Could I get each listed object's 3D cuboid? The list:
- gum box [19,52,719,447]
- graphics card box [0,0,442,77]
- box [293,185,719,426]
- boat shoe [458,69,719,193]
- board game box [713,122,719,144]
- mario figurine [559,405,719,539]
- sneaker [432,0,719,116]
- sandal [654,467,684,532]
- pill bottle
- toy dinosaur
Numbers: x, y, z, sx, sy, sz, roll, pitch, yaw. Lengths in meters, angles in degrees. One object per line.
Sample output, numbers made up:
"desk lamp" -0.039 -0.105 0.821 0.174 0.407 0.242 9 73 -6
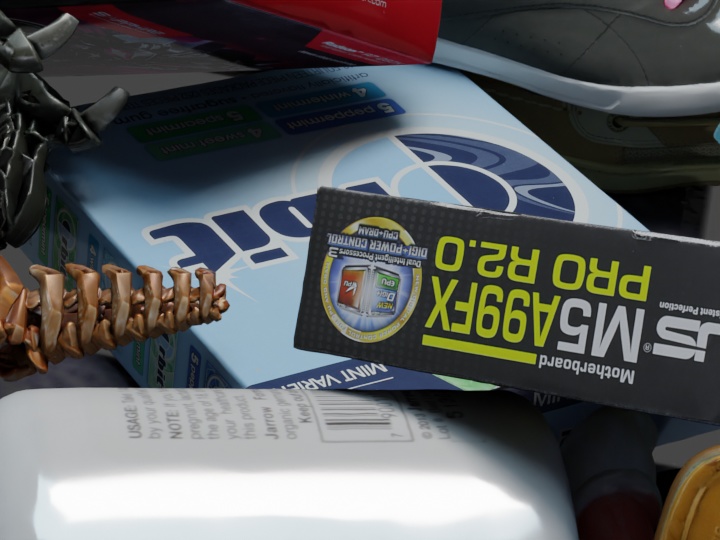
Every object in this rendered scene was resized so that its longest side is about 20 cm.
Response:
"gum box" 0.000 0.000 0.949 0.169 0.045 0.200 -13 36 -29
"graphics card box" -0.087 -0.098 0.976 0.199 0.051 0.125 2 -4 32
"box" 0.104 0.018 0.770 0.160 0.045 0.200 10 1 36
"boat shoe" 0.122 -0.066 1.064 0.199 0.063 0.073 10 31 5
"board game box" 0.228 -0.004 0.897 0.150 0.047 0.200 -23 67 -30
"mario figurine" 0.108 0.080 0.714 0.105 0.124 0.200 -14 -11 -2
"sneaker" 0.070 -0.118 1.010 0.199 0.100 0.071 12 42 11
"sandal" 0.136 0.069 0.868 0.199 0.043 0.076 -12 36 -29
"pill bottle" -0.053 0.086 0.730 0.199 0.115 0.115 1 32 -11
"toy dinosaur" -0.136 -0.012 0.887 0.199 0.102 0.136 20 70 1
